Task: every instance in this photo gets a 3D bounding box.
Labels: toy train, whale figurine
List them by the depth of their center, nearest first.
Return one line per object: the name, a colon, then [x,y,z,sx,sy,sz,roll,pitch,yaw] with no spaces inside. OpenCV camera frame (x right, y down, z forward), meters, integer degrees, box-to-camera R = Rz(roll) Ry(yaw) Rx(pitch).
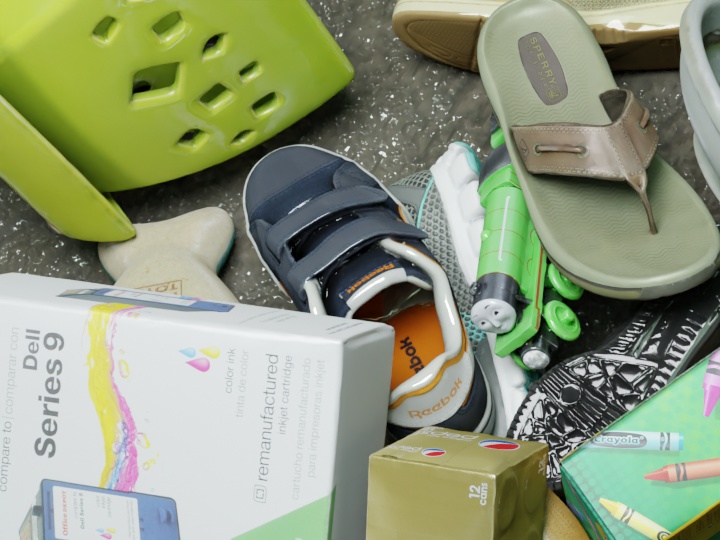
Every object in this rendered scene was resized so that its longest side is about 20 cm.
toy train: [0.086,-0.032,1.319,0.056,0.042,0.201,34,40,-21]
whale figurine: [-0.094,0.059,1.350,0.158,0.104,0.201,-12,45,4]

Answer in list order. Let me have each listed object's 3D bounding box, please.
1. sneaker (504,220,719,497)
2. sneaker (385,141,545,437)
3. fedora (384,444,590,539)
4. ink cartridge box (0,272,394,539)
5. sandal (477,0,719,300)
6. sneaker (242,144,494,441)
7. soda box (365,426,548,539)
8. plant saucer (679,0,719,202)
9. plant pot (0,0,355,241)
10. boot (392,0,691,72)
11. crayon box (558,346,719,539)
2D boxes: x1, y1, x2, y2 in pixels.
sneaker: [0.154,0.047,1.298,0.060,0.104,0.200,39,82,24]
sneaker: [0.044,0.037,1.342,0.091,0.078,0.201,-19,61,12]
fedora: [0.044,0.173,1.265,0.199,0.082,0.202,5,101,24]
ink cartridge box: [-0.095,0.087,1.210,0.198,0.087,0.147,8,96,17]
sandal: [0.108,-0.065,1.274,0.079,0.057,0.202,-23,57,-8]
sneaker: [0.000,0.000,1.287,0.078,0.080,0.200,-35,60,-3]
soda box: [0.040,0.177,1.182,0.064,0.068,0.202,6,101,24]
plant saucer: [0.220,-0.048,1.292,0.050,0.200,0.201,-44,67,28]
plant pot: [-0.150,-0.146,1.353,0.181,0.200,0.199,-41,55,1]
boot: [0.117,-0.189,1.399,0.198,0.073,0.157,-1,71,7]
crayon box: [0.160,0.100,1.225,0.118,0.200,0.058,-35,73,-4]
